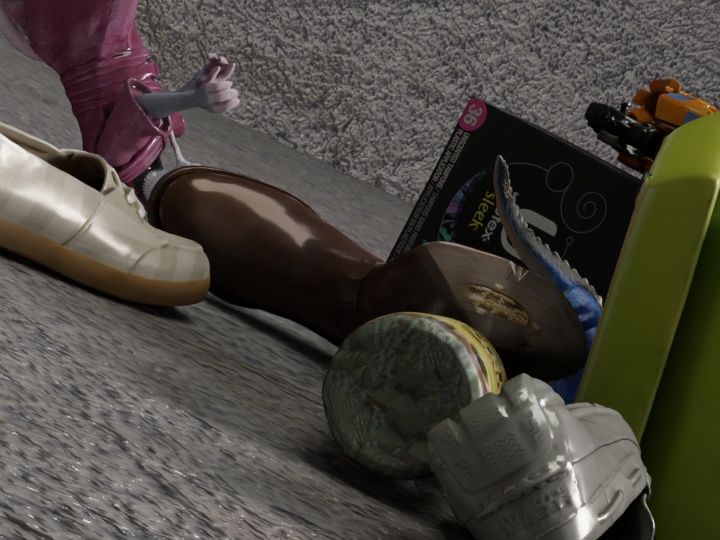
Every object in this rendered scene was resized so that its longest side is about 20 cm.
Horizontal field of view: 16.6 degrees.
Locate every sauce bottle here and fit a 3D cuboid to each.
[{"bbox_3d":[0.027,0.048,0.995,0.064,0.065,0.200,27,3,6],"label":"sauce bottle"}]

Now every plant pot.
[{"bbox_3d":[0.194,0.040,1.087,0.180,0.201,0.199,18,16,8],"label":"plant pot"}]

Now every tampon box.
[{"bbox_3d":[0.132,0.019,1.404,0.200,0.151,0.126,30,4,37],"label":"tampon box"}]

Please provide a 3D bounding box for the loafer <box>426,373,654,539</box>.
[{"bbox_3d":[0.072,0.086,0.888,0.070,0.070,0.200,61,11,15],"label":"loafer"}]

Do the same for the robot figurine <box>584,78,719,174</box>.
[{"bbox_3d":[0.207,-0.059,1.379,0.144,0.058,0.200,28,4,-19],"label":"robot figurine"}]

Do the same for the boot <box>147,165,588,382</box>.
[{"bbox_3d":[0.000,0.000,1.167,0.186,0.065,0.200,28,-9,-14],"label":"boot"}]

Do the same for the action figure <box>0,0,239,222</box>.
[{"bbox_3d":[-0.144,-0.108,1.362,0.148,0.201,0.134,-15,-5,-2],"label":"action figure"}]

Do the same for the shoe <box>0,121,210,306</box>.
[{"bbox_3d":[-0.132,-0.031,1.067,0.070,0.054,0.199,30,6,43],"label":"shoe"}]

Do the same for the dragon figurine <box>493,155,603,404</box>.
[{"bbox_3d":[0.127,0.035,1.274,0.099,0.201,0.059,-12,-9,15],"label":"dragon figurine"}]
